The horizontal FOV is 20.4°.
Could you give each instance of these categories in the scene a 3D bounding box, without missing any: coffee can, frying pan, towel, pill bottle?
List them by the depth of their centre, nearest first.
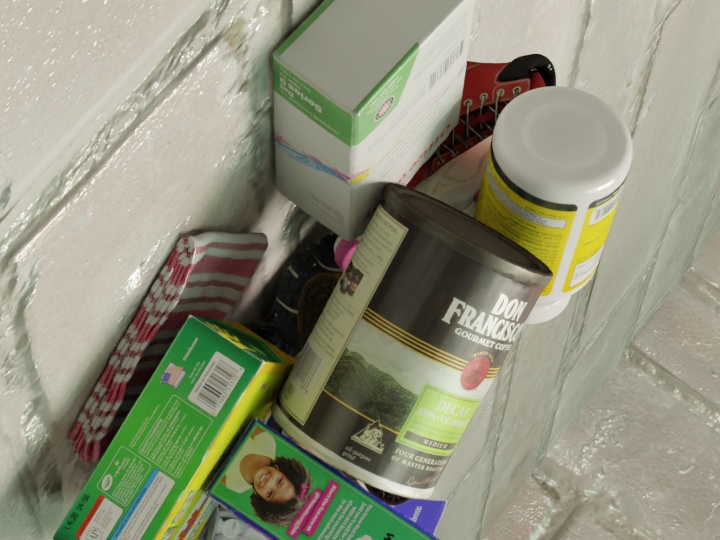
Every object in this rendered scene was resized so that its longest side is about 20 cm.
[{"bbox_3d":[0.039,0.054,1.551,0.201,0.146,0.146,-62,164,10],"label":"coffee can"},{"bbox_3d":[-0.145,0.057,1.566,0.200,0.030,0.146,-59,165,13],"label":"towel"},{"bbox_3d":[0.150,-0.047,1.644,0.112,0.112,0.200,-46,160,-32],"label":"pill bottle"},{"bbox_3d":[-0.066,0.037,1.778,0.115,0.031,0.190,-58,167,-2],"label":"frying pan"}]

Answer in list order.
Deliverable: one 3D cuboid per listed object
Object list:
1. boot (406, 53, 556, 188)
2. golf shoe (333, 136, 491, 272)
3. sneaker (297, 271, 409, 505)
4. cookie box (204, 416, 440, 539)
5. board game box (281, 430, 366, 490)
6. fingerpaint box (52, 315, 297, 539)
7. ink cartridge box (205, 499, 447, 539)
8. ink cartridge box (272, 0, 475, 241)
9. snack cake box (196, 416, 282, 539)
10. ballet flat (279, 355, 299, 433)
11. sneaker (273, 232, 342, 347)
[{"bbox_3d":[0.077,-0.117,1.653,0.200,0.144,0.073,-49,125,-38],"label":"boot"},{"bbox_3d":[0.053,-0.059,1.724,0.199,0.092,0.075,-26,145,-22],"label":"golf shoe"},{"bbox_3d":[0.011,0.096,1.685,0.067,0.201,0.090,-23,175,21],"label":"sneaker"},{"bbox_3d":[-0.014,0.206,1.579,0.075,0.200,0.171,-57,173,-7],"label":"cookie box"},{"bbox_3d":[0.002,0.126,1.763,0.158,0.039,0.200,-60,154,-9],"label":"board game box"},{"bbox_3d":[-0.139,0.137,1.554,0.200,0.073,0.167,-58,171,2],"label":"fingerpaint box"},{"bbox_3d":[-0.039,0.255,1.767,0.198,0.199,0.044,106,-12,-53],"label":"ink cartridge box"},{"bbox_3d":[0.008,-0.135,1.523,0.145,0.087,0.200,-48,162,-21],"label":"ink cartridge box"},{"bbox_3d":[-0.147,0.180,1.751,0.200,0.067,0.115,-57,164,6],"label":"snack cake box"},{"bbox_3d":[-0.062,0.149,1.835,0.200,0.068,0.075,-86,-163,-52],"label":"ballet flat"},{"bbox_3d":[0.000,0.000,1.770,0.200,0.077,0.086,-51,154,-23],"label":"sneaker"}]
